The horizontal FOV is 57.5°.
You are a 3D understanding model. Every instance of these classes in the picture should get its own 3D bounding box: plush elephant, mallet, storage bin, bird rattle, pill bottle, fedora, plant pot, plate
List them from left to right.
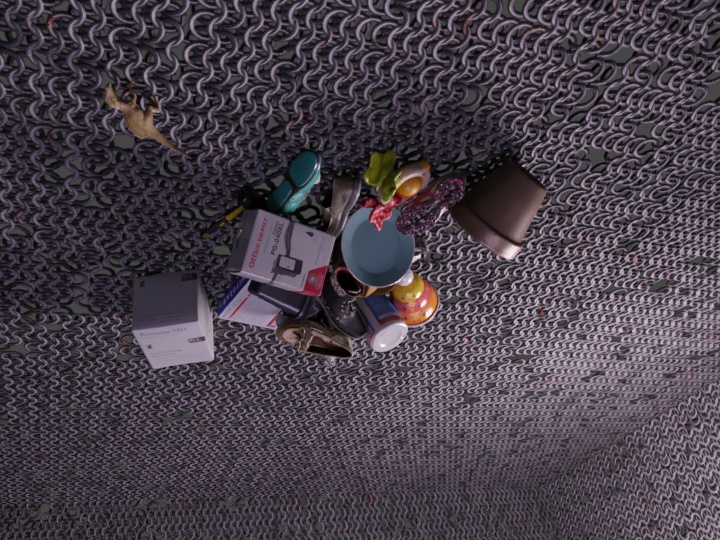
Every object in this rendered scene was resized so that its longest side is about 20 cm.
[{"bbox_3d":[-0.291,-0.119,1.503,0.066,0.041,0.200,24,137,-35],"label":"mallet"},{"bbox_3d":[-0.178,0.004,1.582,0.134,0.200,0.146,26,171,-26],"label":"storage bin"},{"bbox_3d":[-0.102,0.138,1.738,0.200,0.155,0.165,42,165,-3],"label":"plush elephant"},{"bbox_3d":[0.000,0.000,1.635,0.200,0.082,0.201,15,134,16],"label":"fedora"},{"bbox_3d":[0.031,0.109,1.748,0.112,0.200,0.112,-20,141,-18],"label":"pill bottle"},{"bbox_3d":[0.039,-0.059,1.562,0.200,0.200,0.026,11,175,-27],"label":"plate"},{"bbox_3d":[0.084,-0.177,1.466,0.163,0.113,0.200,-22,150,-12],"label":"bird rattle"},{"bbox_3d":[0.330,-0.151,1.505,0.200,0.200,0.175,22,116,-38],"label":"plant pot"}]

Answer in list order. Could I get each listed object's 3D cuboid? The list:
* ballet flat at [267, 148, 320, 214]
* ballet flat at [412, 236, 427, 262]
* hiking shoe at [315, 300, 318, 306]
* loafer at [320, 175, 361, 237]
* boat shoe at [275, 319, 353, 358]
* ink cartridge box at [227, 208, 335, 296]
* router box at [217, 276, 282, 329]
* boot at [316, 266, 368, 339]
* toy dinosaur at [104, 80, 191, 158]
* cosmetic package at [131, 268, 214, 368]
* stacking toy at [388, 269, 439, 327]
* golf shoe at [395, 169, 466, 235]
[{"bbox_3d":[-0.129,-0.193,1.424,0.070,0.067,0.200,-10,154,-46],"label":"ballet flat"},{"bbox_3d":[0.076,-0.038,1.680,0.200,0.072,0.072,-11,145,1],"label":"ballet flat"},{"bbox_3d":[-0.063,0.129,1.861,0.074,0.087,0.200,-22,143,16],"label":"hiking shoe"},{"bbox_3d":[-0.059,-0.147,1.499,0.070,0.075,0.200,16,136,-13],"label":"loafer"},{"bbox_3d":[-0.110,0.172,1.625,0.200,0.063,0.073,12,112,-18],"label":"boat shoe"},{"bbox_3d":[-0.174,-0.038,1.456,0.200,0.145,0.083,18,172,-30],"label":"ink cartridge box"},{"bbox_3d":[-0.262,0.075,1.768,0.179,0.049,0.200,16,137,-33],"label":"router box"},{"bbox_3d":[-0.031,0.080,1.595,0.204,0.073,0.154,52,153,-9],"label":"boot"},{"bbox_3d":[-0.398,-0.275,1.193,0.058,0.101,0.200,-26,142,20],"label":"toy dinosaur"},{"bbox_3d":[-0.475,0.125,1.682,0.165,0.165,0.200,-8,145,-4],"label":"cosmetic package"},{"bbox_3d":[0.123,0.050,1.738,0.146,0.146,0.200,-16,148,9],"label":"stacking toy"},{"bbox_3d":[0.165,-0.155,1.513,0.200,0.092,0.073,-37,105,27],"label":"golf shoe"}]
